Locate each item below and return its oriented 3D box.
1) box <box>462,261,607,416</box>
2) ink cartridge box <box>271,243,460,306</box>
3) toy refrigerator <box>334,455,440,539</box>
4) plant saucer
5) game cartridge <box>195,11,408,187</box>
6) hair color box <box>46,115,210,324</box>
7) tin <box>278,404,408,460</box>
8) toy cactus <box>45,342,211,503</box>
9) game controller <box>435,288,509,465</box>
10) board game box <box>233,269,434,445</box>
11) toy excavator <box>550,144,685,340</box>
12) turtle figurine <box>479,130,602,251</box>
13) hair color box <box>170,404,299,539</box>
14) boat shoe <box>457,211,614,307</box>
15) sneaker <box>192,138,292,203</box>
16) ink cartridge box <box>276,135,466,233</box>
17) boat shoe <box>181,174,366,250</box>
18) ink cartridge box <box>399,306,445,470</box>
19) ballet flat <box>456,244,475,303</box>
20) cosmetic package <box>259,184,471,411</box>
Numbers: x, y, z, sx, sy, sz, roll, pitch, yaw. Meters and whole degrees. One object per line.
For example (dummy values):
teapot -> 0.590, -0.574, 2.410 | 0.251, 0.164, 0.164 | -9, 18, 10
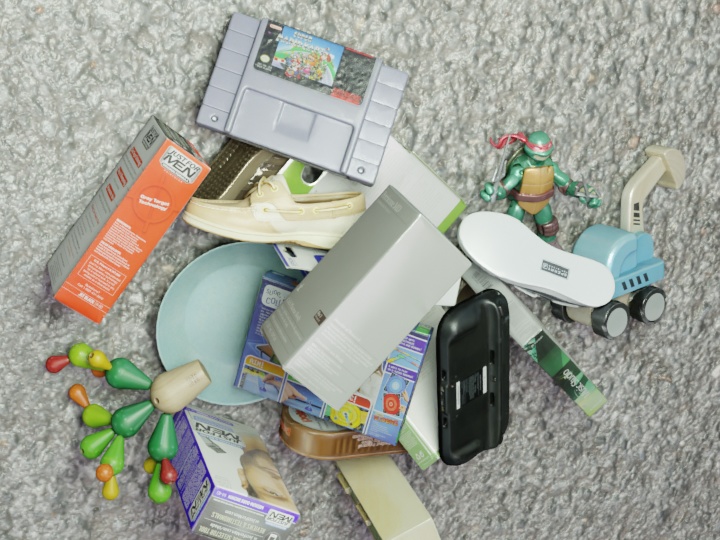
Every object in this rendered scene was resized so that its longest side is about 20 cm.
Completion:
box -> 0.211, 0.081, 1.369 | 0.036, 0.145, 0.200 | -42, 134, 7
ink cartridge box -> 0.000, 0.000, 1.223 | 0.197, 0.100, 0.040 | 5, 111, -19
toy refrigerator -> 0.031, 0.288, 1.377 | 0.069, 0.200, 0.077 | -26, 118, -8
plant saucer -> -0.141, 0.057, 1.312 | 0.198, 0.039, 0.204 | -7, 112, -18
game cartridge -> -0.059, -0.181, 1.190 | 0.197, 0.038, 0.132 | 19, 88, -2
hair color box -> -0.246, -0.055, 1.191 | 0.061, 0.102, 0.201 | 33, 97, -27
tin -> -0.001, 0.179, 1.371 | 0.197, 0.112, 0.043 | -3, 111, -21
toy cactus -> -0.244, 0.151, 1.250 | 0.164, 0.102, 0.202 | -32, 81, -2
game controller -> 0.125, 0.122, 1.265 | 0.103, 0.042, 0.203 | -19, 119, -28
board game box -> -0.031, 0.097, 1.270 | 0.197, 0.034, 0.137 | 20, 106, 7
toy excavator -> 0.332, -0.039, 1.419 | 0.192, 0.099, 0.203 | -19, 114, -28
turtle figurine -> 0.210, -0.091, 1.352 | 0.147, 0.101, 0.202 | -1, 129, -1
hair color box -> -0.151, 0.233, 1.285 | 0.108, 0.200, 0.065 | 25, 102, -27
boat shoe -> 0.198, -0.007, 1.327 | 0.197, 0.068, 0.073 | 20, 75, -10
sneaker -> -0.103, -0.122, 1.250 | 0.200, 0.070, 0.076 | -42, 143, -2
ink cartridge box -> -0.001, -0.090, 1.287 | 0.200, 0.076, 0.148 | 41, 93, -25
boat shoe -> -0.087, -0.067, 1.193 | 0.197, 0.074, 0.070 | 5, 103, -19
ink cartridge box -> 0.066, 0.112, 1.347 | 0.145, 0.048, 0.201 | -34, 82, -37
ballet flat -> 0.141, 0.062, 1.416 | 0.066, 0.046, 0.203 | -11, 114, -17
cosmetic package -> 0.004, 0.025, 1.120 | 0.090, 0.107, 0.201 | 38, 93, -26
